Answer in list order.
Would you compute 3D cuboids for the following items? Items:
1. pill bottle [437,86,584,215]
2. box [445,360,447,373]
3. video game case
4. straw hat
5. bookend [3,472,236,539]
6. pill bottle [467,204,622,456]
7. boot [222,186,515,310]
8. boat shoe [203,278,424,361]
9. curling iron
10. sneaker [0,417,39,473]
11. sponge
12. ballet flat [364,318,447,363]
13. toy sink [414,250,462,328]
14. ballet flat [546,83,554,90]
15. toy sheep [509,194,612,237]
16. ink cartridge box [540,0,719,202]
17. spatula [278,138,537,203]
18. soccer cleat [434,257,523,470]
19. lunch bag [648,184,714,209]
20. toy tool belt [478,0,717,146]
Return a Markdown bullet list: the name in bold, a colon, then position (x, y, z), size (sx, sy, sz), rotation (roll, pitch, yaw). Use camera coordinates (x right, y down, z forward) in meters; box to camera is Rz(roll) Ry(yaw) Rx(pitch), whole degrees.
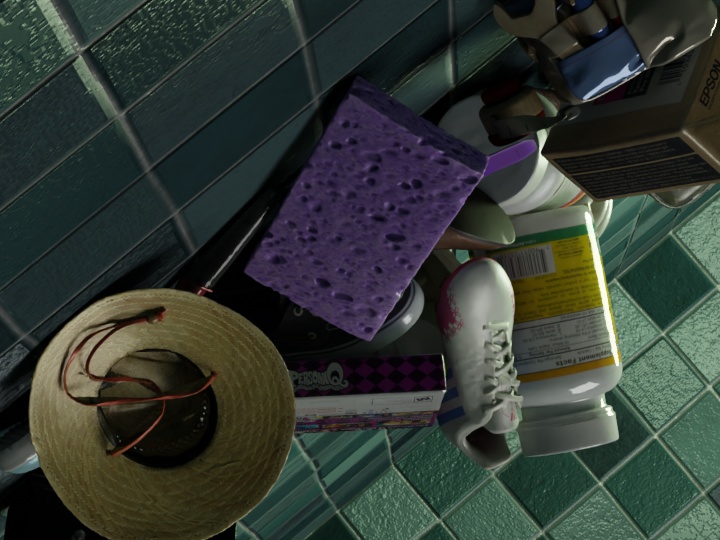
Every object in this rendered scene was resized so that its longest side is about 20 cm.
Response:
- **pill bottle**: position (0.131, -0.101, 1.823), size (0.110, 0.110, 0.200), rotation (-43, 169, 16)
- **box**: position (0.102, 0.099, 1.938), size (0.050, 0.075, 0.200), rotation (-42, 168, 11)
- **video game case**: position (-0.036, 0.101, 1.712), size (0.199, 0.036, 0.181), rotation (-3, 167, -1)
- **straw hat**: position (-0.151, 0.093, 1.574), size (0.201, 0.201, 0.085), rotation (-40, -158, -4)
- **bookend**: position (-0.210, 0.201, 1.849), size (0.092, 0.198, 0.200), rotation (128, -28, -50)
- **pill bottle**: position (0.160, 0.052, 1.835), size (0.112, 0.201, 0.113), rotation (-11, 179, 0)
- **boot**: position (0.000, 0.000, 1.734), size (0.186, 0.064, 0.200), rotation (16, 132, -26)
- **boat shoe**: position (-0.053, 0.030, 1.674), size (0.199, 0.070, 0.066), rotation (-9, 142, 18)
- **curling iron**: position (-0.127, 0.012, 1.604), size (0.200, 0.026, 0.050), rotation (-43, 167, 13)
- **sneaker**: position (-0.194, 0.126, 1.653), size (0.074, 0.082, 0.200), rotation (-29, 179, 39)
- **sponge**: position (0.002, -0.040, 1.564), size (0.200, 0.111, 0.030), rotation (-57, -174, 42)
- **ballet flat**: position (-0.029, 0.070, 1.798), size (0.199, 0.070, 0.069), rotation (3, -179, 15)
- **toy sink**: position (0.012, 0.028, 1.887), size (0.112, 0.130, 0.200), rotation (-37, 170, -14)
- **ballet flat**: position (0.204, -0.173, 1.907), size (0.071, 0.071, 0.200), rotation (-39, 170, -6)
- **toy sheep**: position (0.182, -0.069, 2.091), size (0.138, 0.138, 0.200), rotation (-38, 164, -15)
- **ink cartridge box**: position (0.248, -0.162, 1.703), size (0.165, 0.075, 0.200), rotation (-8, -128, 52)
- **spatula**: position (0.033, -0.070, 1.602), size (0.199, 0.021, 0.057), rotation (-8, 171, 11)
- **soccer cleat**: position (0.104, 0.077, 1.748), size (0.070, 0.086, 0.200), rotation (-22, 139, -21)
- **lunch bag**: position (0.300, -0.178, 2.021), size (0.200, 0.139, 0.168), rotation (-44, -156, 15)
- **toy tool belt**: position (0.156, -0.192, 1.601), size (0.200, 0.123, 0.125), rotation (-30, -168, -4)
